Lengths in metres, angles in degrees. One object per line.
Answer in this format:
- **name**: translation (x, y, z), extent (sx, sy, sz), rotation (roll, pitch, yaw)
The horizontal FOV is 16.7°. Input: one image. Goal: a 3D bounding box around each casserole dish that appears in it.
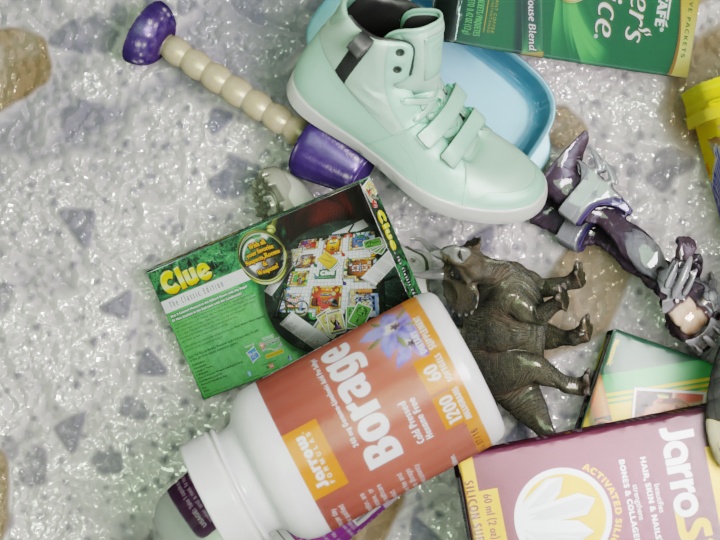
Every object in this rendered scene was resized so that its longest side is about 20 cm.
- **casserole dish**: translation (0.049, -0.128, 1.780), extent (0.200, 0.039, 0.121), rotation (36, 89, 3)

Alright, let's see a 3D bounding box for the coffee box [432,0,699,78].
- **coffee box**: translation (0.151, -0.208, 1.731), extent (0.199, 0.044, 0.124), rotation (7, 95, -27)

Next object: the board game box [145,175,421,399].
- **board game box**: translation (-0.053, 0.014, 1.725), extent (0.199, 0.023, 0.105), rotation (-21, 98, 33)

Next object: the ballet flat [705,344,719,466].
- **ballet flat**: translation (0.281, 0.040, 1.621), extent (0.066, 0.057, 0.201), rotation (23, 91, -2)

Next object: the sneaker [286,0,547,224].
- **sneaker**: translation (0.053, -0.113, 1.680), extent (0.200, 0.118, 0.074), rotation (29, 50, -2)

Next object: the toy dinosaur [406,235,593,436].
- **toy dinosaur**: translation (0.110, 0.045, 1.743), extent (0.102, 0.077, 0.201), rotation (-4, 123, 22)

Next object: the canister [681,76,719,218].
- **canister**: translation (0.296, -0.042, 1.720), extent (0.086, 0.149, 0.201), rotation (-15, 89, -1)

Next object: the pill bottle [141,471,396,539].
- **pill bottle**: translation (-0.074, 0.174, 1.732), extent (0.200, 0.112, 0.112), rotation (-40, 88, -2)

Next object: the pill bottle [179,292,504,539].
- **pill bottle**: translation (-0.014, 0.107, 1.624), extent (0.199, 0.112, 0.113), rotation (-28, 88, -2)

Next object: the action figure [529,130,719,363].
- **action figure**: translation (0.209, -0.003, 1.734), extent (0.200, 0.130, 0.069), rotation (43, 86, 14)

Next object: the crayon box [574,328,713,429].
- **crayon box**: translation (0.228, 0.164, 1.755), extent (0.171, 0.058, 0.201), rotation (19, 88, 1)

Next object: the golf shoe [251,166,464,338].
- **golf shoe**: translation (0.000, 0.000, 1.770), extent (0.097, 0.078, 0.201), rotation (-34, 91, -21)

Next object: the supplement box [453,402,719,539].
- **supplement box**: translation (0.170, 0.161, 1.683), extent (0.198, 0.086, 0.111), rotation (-11, 87, -1)

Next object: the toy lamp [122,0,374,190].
- **toy lamp**: translation (-0.078, -0.121, 1.753), extent (0.199, 0.058, 0.058), rotation (32, 88, 13)
